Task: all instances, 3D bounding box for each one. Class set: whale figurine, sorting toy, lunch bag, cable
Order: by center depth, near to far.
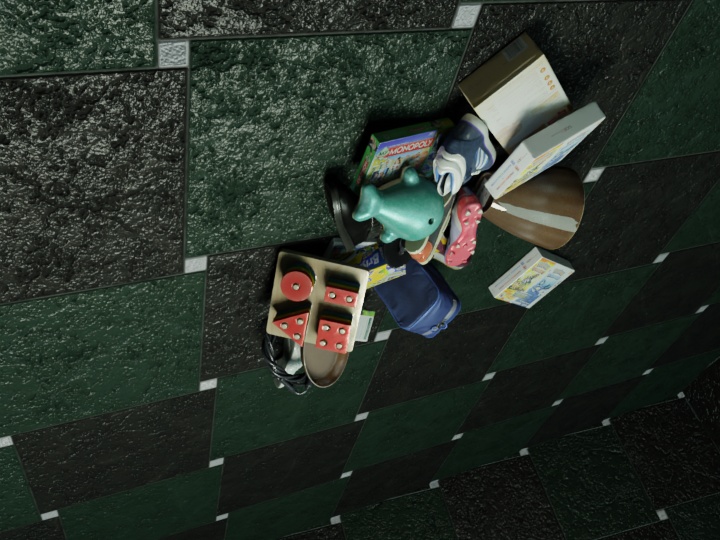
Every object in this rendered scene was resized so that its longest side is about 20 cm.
[{"bbox_3d":[0.080,-0.119,1.365,0.198,0.104,0.161,2,118,-42],"label":"whale figurine"},{"bbox_3d":[-0.097,0.077,1.516,0.196,0.070,0.202,12,114,0],"label":"sorting toy"},{"bbox_3d":[0.144,0.061,1.686,0.136,0.201,0.132,-44,146,18],"label":"lunch bag"},{"bbox_3d":[-0.161,0.193,1.717,0.200,0.050,0.164,50,60,-33],"label":"cable"}]

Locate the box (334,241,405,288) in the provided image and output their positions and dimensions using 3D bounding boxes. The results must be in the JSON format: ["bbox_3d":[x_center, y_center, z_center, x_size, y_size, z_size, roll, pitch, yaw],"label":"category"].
[{"bbox_3d":[0.000,0.000,1.593,0.198,0.065,0.070,-20,147,-8],"label":"box"}]

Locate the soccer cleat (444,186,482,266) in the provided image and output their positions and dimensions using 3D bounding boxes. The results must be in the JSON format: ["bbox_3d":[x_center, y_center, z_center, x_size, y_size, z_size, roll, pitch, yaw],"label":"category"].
[{"bbox_3d":[0.224,-0.093,1.577,0.066,0.077,0.201,-6,139,-13],"label":"soccer cleat"}]

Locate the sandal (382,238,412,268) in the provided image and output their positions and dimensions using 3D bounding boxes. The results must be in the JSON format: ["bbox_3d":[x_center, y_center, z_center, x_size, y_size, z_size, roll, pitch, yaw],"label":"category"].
[{"bbox_3d":[0.119,-0.092,1.541,0.201,0.076,0.043,-50,-177,1],"label":"sandal"}]

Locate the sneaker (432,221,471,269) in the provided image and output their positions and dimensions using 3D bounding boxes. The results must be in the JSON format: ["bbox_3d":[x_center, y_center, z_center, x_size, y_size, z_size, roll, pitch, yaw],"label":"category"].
[{"bbox_3d":[0.220,-0.064,1.678,0.090,0.076,0.199,-39,147,28],"label":"sneaker"}]

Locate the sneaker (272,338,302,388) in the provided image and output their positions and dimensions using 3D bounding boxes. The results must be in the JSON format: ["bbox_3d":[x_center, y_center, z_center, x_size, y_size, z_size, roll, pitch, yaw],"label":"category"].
[{"bbox_3d":[-0.173,0.237,1.838,0.079,0.071,0.201,-4,141,-34],"label":"sneaker"}]

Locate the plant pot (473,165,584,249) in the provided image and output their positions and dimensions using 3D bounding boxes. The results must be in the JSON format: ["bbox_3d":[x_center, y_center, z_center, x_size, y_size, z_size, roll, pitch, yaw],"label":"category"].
[{"bbox_3d":[0.356,-0.155,1.573,0.198,0.188,0.188,9,136,-22],"label":"plant pot"}]

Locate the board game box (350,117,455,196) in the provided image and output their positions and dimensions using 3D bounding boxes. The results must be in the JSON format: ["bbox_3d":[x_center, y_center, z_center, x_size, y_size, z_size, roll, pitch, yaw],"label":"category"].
[{"bbox_3d":[0.082,-0.219,1.366,0.198,0.029,0.135,-20,151,-35],"label":"board game box"}]

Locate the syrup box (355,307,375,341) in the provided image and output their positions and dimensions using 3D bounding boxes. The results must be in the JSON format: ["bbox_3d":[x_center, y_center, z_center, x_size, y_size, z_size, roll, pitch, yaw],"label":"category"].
[{"bbox_3d":[-0.055,0.118,1.685,0.199,0.081,0.080,12,94,-59],"label":"syrup box"}]

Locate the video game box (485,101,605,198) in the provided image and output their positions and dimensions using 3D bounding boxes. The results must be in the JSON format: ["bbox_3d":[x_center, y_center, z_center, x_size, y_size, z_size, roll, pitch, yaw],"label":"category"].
[{"bbox_3d":[0.365,-0.238,1.417,0.199,0.047,0.182,-31,169,-21],"label":"video game box"}]

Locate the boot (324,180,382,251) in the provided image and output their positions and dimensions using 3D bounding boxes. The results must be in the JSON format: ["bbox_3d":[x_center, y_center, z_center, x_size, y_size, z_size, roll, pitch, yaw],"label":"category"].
[{"bbox_3d":[0.017,-0.133,1.437,0.156,0.080,0.212,-22,152,-1],"label":"boot"}]

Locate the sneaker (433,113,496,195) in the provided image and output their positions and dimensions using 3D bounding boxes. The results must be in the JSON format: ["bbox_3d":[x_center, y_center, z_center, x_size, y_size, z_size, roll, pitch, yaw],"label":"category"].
[{"bbox_3d":[0.194,-0.204,1.393,0.147,0.080,0.200,-55,160,-4],"label":"sneaker"}]

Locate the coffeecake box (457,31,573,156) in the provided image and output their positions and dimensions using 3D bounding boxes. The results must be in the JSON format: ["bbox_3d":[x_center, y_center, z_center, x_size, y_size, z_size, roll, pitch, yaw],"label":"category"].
[{"bbox_3d":[0.301,-0.330,1.359,0.153,0.074,0.200,-36,146,16],"label":"coffeecake box"}]

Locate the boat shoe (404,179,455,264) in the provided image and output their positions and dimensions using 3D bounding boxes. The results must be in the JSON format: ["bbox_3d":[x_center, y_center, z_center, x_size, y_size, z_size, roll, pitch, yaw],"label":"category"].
[{"bbox_3d":[0.157,-0.111,1.501,0.062,0.071,0.202,40,70,-47],"label":"boat shoe"}]

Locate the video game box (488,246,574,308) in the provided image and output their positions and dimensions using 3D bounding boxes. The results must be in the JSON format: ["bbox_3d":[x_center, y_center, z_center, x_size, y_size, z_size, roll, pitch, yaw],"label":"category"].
[{"bbox_3d":[0.488,0.024,2.014,0.199,0.047,0.182,15,127,-46],"label":"video game box"}]

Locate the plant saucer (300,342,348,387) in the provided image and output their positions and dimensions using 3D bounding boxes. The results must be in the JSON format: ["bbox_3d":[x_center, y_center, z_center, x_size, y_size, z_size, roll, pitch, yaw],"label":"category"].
[{"bbox_3d":[-0.091,0.184,1.747,0.032,0.203,0.200,4,162,31],"label":"plant saucer"}]

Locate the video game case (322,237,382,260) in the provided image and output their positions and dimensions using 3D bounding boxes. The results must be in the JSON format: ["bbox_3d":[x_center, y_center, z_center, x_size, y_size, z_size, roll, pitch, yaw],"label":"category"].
[{"bbox_3d":[-0.038,-0.002,1.640,0.142,0.018,0.201,-1,140,-32],"label":"video game case"}]
